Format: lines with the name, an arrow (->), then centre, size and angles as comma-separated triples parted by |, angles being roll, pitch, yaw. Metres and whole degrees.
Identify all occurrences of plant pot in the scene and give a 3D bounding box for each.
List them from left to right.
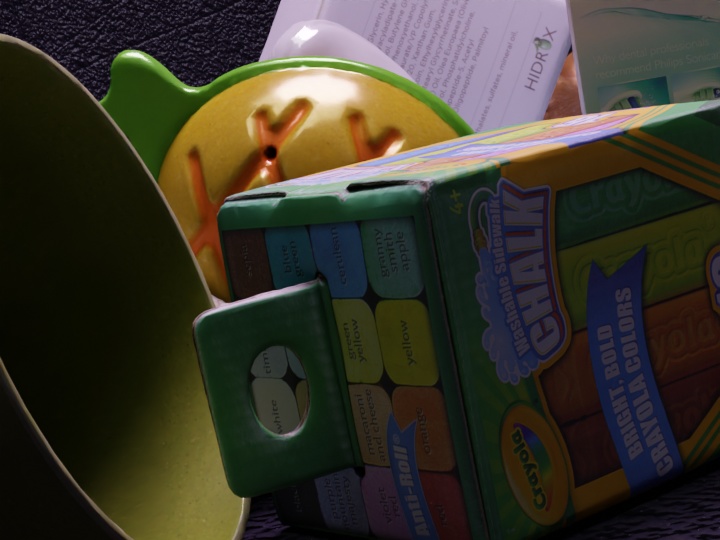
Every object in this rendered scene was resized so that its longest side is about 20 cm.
plant pot -> -0.167, 0.049, 0.589 | 0.198, 0.189, 0.187 | -24, 4, 15

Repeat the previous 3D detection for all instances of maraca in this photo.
maraca -> -0.036, -0.024, 0.735 | 0.197, 0.139, 0.107 | 10, 13, 6

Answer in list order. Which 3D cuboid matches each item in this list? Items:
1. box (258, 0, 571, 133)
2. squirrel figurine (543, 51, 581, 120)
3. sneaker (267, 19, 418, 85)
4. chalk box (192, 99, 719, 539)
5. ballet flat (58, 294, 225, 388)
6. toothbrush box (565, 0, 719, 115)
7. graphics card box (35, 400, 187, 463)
box -> 0.019, -0.117, 1.200 | 0.170, 0.202, 0.199 | 21, 1, -12
squirrel figurine -> 0.170, -0.120, 1.461 | 0.198, 0.143, 0.186 | -11, 0, -21
sneaker -> 0.043, -0.042, 0.800 | 0.075, 0.200, 0.088 | -52, 20, -25
chalk box -> 0.036, 0.021, 0.613 | 0.199, 0.126, 0.123 | -18, 10, -37
ballet flat -> -0.126, 0.018, 0.712 | 0.198, 0.063, 0.067 | -5, 9, 30
toothbrush box -> 0.150, -0.072, 0.846 | 0.084, 0.203, 0.146 | -9, 7, 10
graphics card box -> -0.154, 0.080, 0.724 | 0.197, 0.052, 0.125 | -11, 7, 3
